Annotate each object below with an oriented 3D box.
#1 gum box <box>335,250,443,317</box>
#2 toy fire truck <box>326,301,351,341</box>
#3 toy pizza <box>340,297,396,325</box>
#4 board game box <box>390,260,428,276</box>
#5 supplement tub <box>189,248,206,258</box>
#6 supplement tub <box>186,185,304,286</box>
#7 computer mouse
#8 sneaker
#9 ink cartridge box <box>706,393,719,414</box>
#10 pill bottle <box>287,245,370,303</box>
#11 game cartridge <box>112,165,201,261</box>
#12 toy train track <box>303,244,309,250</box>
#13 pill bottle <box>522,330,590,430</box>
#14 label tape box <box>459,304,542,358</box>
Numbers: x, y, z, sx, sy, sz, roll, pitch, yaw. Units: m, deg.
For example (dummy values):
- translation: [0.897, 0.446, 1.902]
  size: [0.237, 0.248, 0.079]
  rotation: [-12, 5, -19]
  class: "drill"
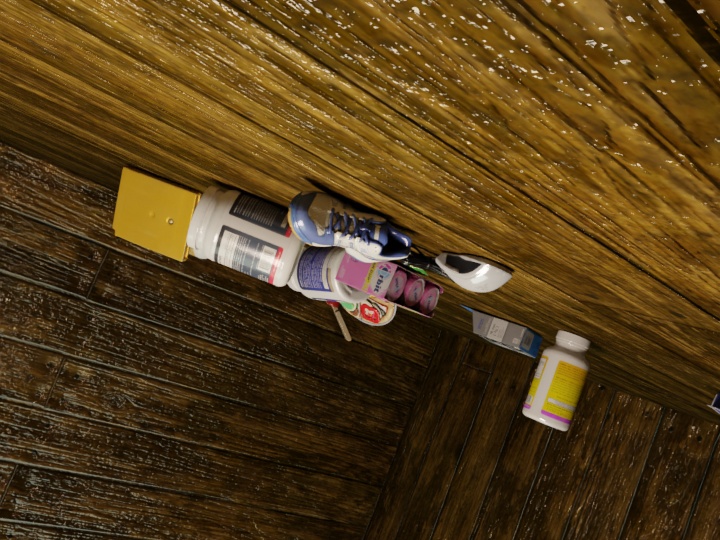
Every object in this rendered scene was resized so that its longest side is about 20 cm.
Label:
- translation: [0.059, 0.026, 1.279]
  size: [0.113, 0.066, 0.200]
  rotation: [21, 178, 34]
  class: "gum box"
- translation: [-0.043, 0.075, 1.862]
  size: [0.128, 0.201, 0.176]
  rotation: [21, 176, 9]
  class: "toy fire truck"
- translation: [0.000, 0.053, 1.678]
  size: [0.200, 0.032, 0.201]
  rotation: [25, 135, 28]
  class: "toy pizza"
- translation: [0.030, -0.036, 1.260]
  size: [0.199, 0.030, 0.096]
  rotation: [23, 178, 15]
  class: "board game box"
- translation: [-0.419, -0.115, 1.737]
  size: [0.199, 0.145, 0.144]
  rotation: [21, 176, 7]
  class: "supplement tub"
- translation: [-0.208, -0.066, 1.302]
  size: [0.199, 0.141, 0.140]
  rotation: [22, 176, -2]
  class: "supplement tub"
- translation: [0.147, 0.003, 1.041]
  size: [0.109, 0.044, 0.200]
  rotation: [25, 175, -25]
  class: "computer mouse"
- translation: [-0.008, -0.061, 0.935]
  size: [0.088, 0.076, 0.200]
  rotation: [3, 171, 41]
  class: "sneaker"
- translation: [0.867, 0.321, 1.481]
  size: [0.197, 0.047, 0.200]
  rotation: [20, 174, 40]
  class: "ink cartridge box"
- translation: [-0.069, 0.004, 1.453]
  size: [0.119, 0.120, 0.199]
  rotation: [25, 166, -39]
  class: "pill bottle"
- translation: [-0.490, -0.136, 1.657]
  size: [0.199, 0.177, 0.032]
  rotation: [21, -161, 10]
  class: "game cartridge"
- translation: [-0.084, -0.057, 1.572]
  size: [0.114, 0.033, 0.200]
  rotation: [23, 168, -19]
  class: "toy train track"
- translation: [0.431, 0.236, 1.501]
  size: [0.104, 0.201, 0.104]
  rotation: [21, 176, 1]
  class: "pill bottle"
- translation: [0.368, 0.164, 1.856]
  size: [0.199, 0.064, 0.144]
  rotation: [18, 174, 35]
  class: "label tape box"
